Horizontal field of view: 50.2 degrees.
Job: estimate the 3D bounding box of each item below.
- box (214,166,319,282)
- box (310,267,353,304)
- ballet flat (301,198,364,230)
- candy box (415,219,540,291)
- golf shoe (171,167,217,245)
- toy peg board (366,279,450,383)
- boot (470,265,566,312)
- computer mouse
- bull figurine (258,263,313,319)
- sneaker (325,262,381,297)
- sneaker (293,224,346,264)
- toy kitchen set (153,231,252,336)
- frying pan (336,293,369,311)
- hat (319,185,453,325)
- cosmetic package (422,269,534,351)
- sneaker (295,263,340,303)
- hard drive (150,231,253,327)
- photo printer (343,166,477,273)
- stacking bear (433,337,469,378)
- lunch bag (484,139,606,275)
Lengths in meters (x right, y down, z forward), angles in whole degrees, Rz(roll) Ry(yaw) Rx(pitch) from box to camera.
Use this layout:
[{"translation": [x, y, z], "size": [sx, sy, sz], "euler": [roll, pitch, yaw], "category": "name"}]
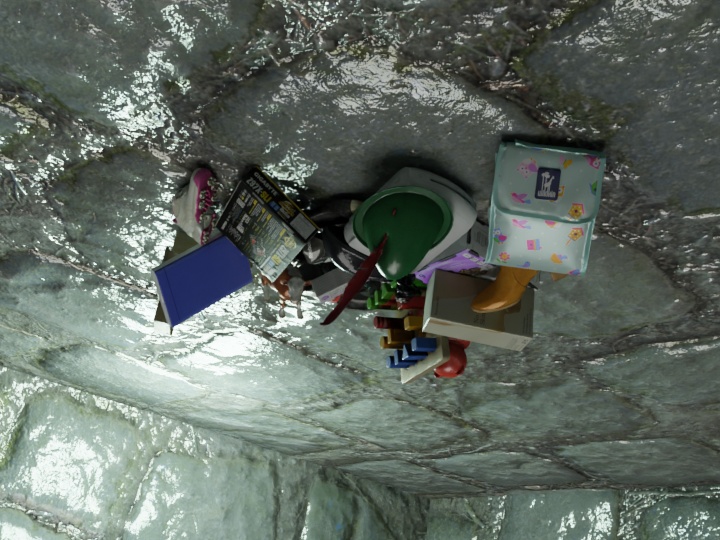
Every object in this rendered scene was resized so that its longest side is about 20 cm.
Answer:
[{"translation": [-0.176, -0.079, 1.413], "size": [0.159, 0.049, 0.200], "euler": [43, 148, -3], "category": "box"}, {"translation": [0.000, 0.000, 1.493], "size": [0.197, 0.042, 0.039], "euler": [-27, 156, -2], "category": "box"}, {"translation": [-0.062, -0.091, 1.419], "size": [0.197, 0.058, 0.066], "euler": [-11, 148, 36], "category": "ballet flat"}, {"translation": [0.219, -0.009, 1.473], "size": [0.198, 0.073, 0.167], "euler": [25, 150, -30], "category": "candy box"}, {"translation": [-0.315, -0.125, 1.426], "size": [0.090, 0.076, 0.201], "euler": [27, 146, 5], "category": "golf shoe"}, {"translation": [0.089, 0.110, 1.588], "size": [0.096, 0.203, 0.200], "euler": [4, 157, -20], "category": "toy peg board"}, {"translation": [0.265, -0.022, 1.349], "size": [0.198, 0.071, 0.145], "euler": [-25, 119, 6], "category": "boot"}, {"translation": [0.008, -0.009, 1.386], "size": [0.198, 0.139, 0.053], "euler": [32, 110, -7], "category": "computer mouse"}, {"translation": [-0.156, 0.028, 1.570], "size": [0.064, 0.200, 0.123], "euler": [-11, 126, -25], "category": "bull figurine"}, {"translation": [-0.020, 0.021, 1.610], "size": [0.074, 0.081, 0.200], "euler": [-13, 149, 27], "category": "sneaker"}, {"translation": [-0.066, -0.045, 1.475], "size": [0.197, 0.068, 0.090], "euler": [-11, -179, 39], "category": "sneaker"}, {"translation": [-0.322, 0.026, 1.586], "size": [0.177, 0.204, 0.164], "euler": [13, 156, -9], "category": "toy kitchen set"}, {"translation": [0.031, 0.061, 1.735], "size": [0.186, 0.032, 0.115], "euler": [-4, 152, 19], "category": "frying pan"}, {"translation": [0.059, -0.006, 1.222], "size": [0.164, 0.179, 0.200], "euler": [23, 137, -25], "category": "hat"}, {"translation": [0.221, 0.075, 1.441], "size": [0.196, 0.107, 0.071], "euler": [10, 153, -4], "category": "cosmetic package"}, {"translation": [-0.078, 0.027, 1.630], "size": [0.106, 0.069, 0.201], "euler": [18, 171, -20], "category": "sneaker"}, {"translation": [-0.310, 0.010, 1.530], "size": [0.025, 0.198, 0.134], "euler": [27, 138, 41], "category": "hard drive"}, {"translation": [0.091, -0.087, 1.321], "size": [0.164, 0.071, 0.199], "euler": [24, 137, -28], "category": "photo printer"}, {"translation": [0.189, 0.124, 1.608], "size": [0.120, 0.204, 0.113], "euler": [-9, 150, 34], "category": "stacking bear"}, {"translation": [0.283, -0.104, 1.193], "size": [0.167, 0.123, 0.203], "euler": [9, 132, 10], "category": "lunch bag"}]
